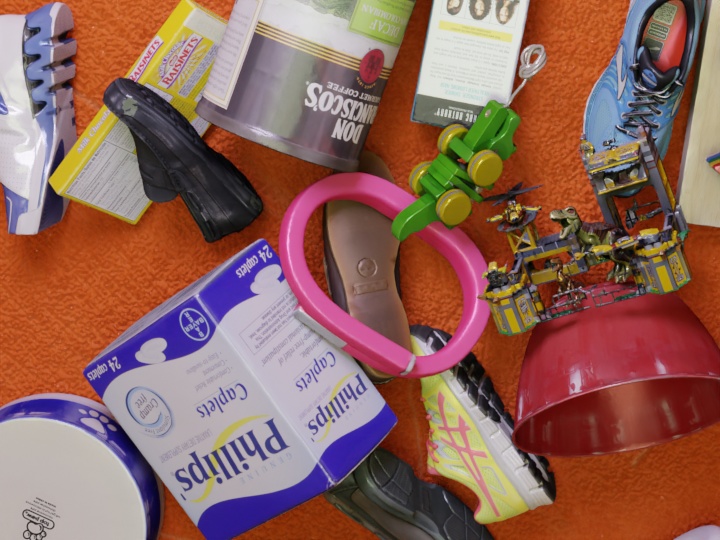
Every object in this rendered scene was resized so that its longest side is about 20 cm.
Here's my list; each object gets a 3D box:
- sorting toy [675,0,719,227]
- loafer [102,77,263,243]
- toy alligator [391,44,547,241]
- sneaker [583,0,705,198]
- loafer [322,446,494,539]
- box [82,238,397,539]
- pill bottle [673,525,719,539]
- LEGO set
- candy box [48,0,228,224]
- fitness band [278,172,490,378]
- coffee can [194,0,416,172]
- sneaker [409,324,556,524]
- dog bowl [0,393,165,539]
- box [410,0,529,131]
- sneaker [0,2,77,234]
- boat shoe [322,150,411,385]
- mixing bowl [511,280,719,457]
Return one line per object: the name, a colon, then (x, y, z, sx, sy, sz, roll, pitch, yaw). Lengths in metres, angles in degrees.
sorting toy: (0.378, -0.123, 1.678, 0.197, 0.070, 0.202, 7, 102, -2)
loafer: (-0.158, -0.088, 1.701, 0.070, 0.068, 0.201, -41, 136, 4)
toy alligator: (0.103, -0.097, 1.682, 0.200, 0.059, 0.054, -51, 135, 7)
sneaker: (0.235, -0.157, 1.684, 0.078, 0.090, 0.201, 13, 104, 3)
loafer: (0.048, 0.225, 1.777, 0.063, 0.072, 0.200, -30, 123, 30)
box: (-0.105, 0.108, 1.723, 0.184, 0.105, 0.200, -31, 98, 44)
pill bottle: (0.330, 0.331, 1.760, 0.112, 0.112, 0.200, -37, 96, 11)
LEGO set: (0.177, -0.041, 1.644, 0.199, 0.154, 0.116, -14, 110, 28)
candy box: (-0.174, -0.134, 1.728, 0.200, 0.102, 0.026, -51, 51, 12)
fitness band: (0.021, 0.003, 1.693, 0.199, 0.037, 0.144, 33, 68, -14)
coffee can: (-0.037, -0.200, 1.666, 0.145, 0.146, 0.201, 20, 98, 1)
sneaker: (0.085, 0.141, 1.766, 0.090, 0.078, 0.201, -33, 94, 19)
dog bowl: (-0.281, 0.217, 1.813, 0.198, 0.079, 0.202, 1, 101, 6)
box: (0.101, -0.219, 1.705, 0.082, 0.049, 0.201, 11, 102, 3)
sneaker: (-0.311, -0.136, 1.754, 0.114, 0.081, 0.201, 5, 99, 12)
boat shoe: (0.000, 0.000, 1.745, 0.070, 0.070, 0.202, -1, 81, -15)
mixing bowl: (0.215, 0.076, 1.699, 0.199, 0.200, 0.109, -13, 68, 8)
